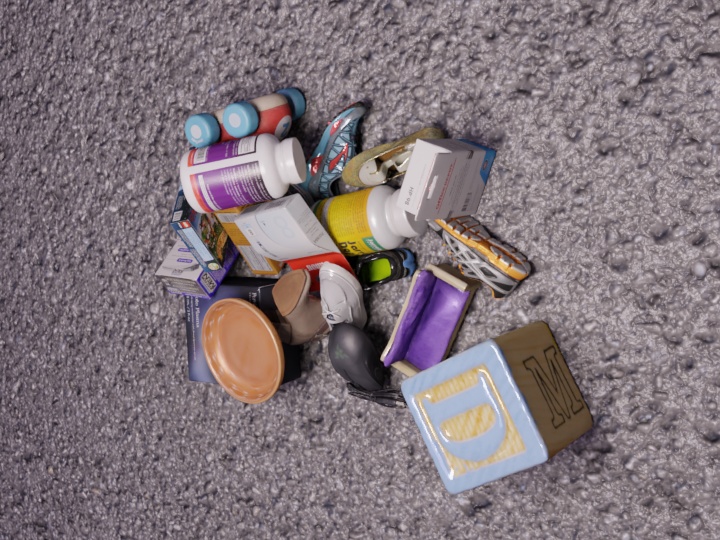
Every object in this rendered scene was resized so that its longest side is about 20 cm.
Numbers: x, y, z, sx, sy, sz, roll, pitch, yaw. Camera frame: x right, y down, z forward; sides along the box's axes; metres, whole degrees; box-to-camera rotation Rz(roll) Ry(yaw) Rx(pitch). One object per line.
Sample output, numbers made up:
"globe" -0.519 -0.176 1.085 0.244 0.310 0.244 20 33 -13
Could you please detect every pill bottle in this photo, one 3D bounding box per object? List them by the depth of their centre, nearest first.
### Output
"pill bottle" -0.198 -0.168 1.538 0.200 0.112 0.113 -10 91 12
"pill bottle" 0.014 -0.086 1.573 0.200 0.113 0.113 -10 91 34

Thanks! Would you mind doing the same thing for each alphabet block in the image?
"alphabet block" 0.217 0.212 1.426 0.195 0.200 0.197 -28 80 34

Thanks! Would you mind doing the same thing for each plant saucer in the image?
"plant saucer" -0.208 0.143 1.639 0.200 0.037 0.201 15 115 35

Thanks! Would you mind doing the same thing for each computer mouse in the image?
"computer mouse" -0.003 0.178 1.595 0.138 0.053 0.200 8 136 36

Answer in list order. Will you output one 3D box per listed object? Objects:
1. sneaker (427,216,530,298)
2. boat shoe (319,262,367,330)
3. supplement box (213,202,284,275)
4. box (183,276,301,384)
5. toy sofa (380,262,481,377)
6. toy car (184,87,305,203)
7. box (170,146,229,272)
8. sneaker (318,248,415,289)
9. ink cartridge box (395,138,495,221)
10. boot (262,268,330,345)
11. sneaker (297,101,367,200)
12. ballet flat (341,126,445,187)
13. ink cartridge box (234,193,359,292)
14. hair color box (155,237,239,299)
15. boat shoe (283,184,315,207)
"sneaker" 0.183 -0.030 1.493 0.200 0.078 0.077 41 126 24
"boat shoe" -0.039 0.064 1.587 0.072 0.069 0.200 18 150 17
"supplement box" -0.205 -0.080 1.683 0.069 0.067 0.200 4 140 30
"box" -0.232 0.117 1.760 0.198 0.123 0.200 1 98 32
"toy sofa" 0.119 0.092 1.537 0.083 0.098 0.200 31 112 27
"toy car" -0.189 -0.215 1.662 0.177 0.184 0.200 -8 105 33
"box" -0.284 -0.116 1.658 0.038 0.137 0.200 -11 48 17
"sneaker" 0.000 0.000 1.611 0.199 0.083 0.071 -12 90 35
"ink cartridge box" 0.128 -0.147 1.435 0.067 0.200 0.116 28 111 29
"boot" -0.093 0.067 1.643 0.200 0.146 0.070 -47 49 41
"sneaker" -0.029 -0.211 1.621 0.095 0.079 0.200 37 121 5
"ballet flat" 0.053 -0.183 1.536 0.200 0.071 0.071 -22 84 21
"ink cartridge box" -0.112 -0.033 1.579 0.160 0.047 0.200 -9 121 49
"hair color box" -0.295 -0.045 1.743 0.109 0.200 0.065 7 143 33
"boat shoe" -0.118 -0.091 1.687 0.072 0.068 0.200 -37 76 31
